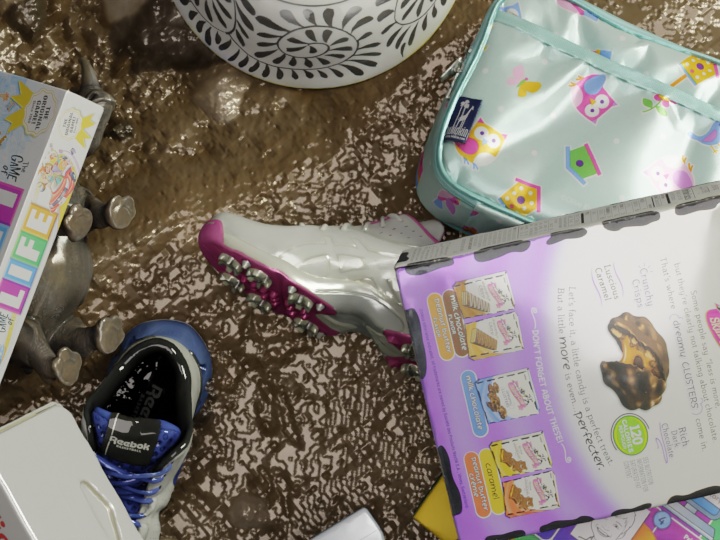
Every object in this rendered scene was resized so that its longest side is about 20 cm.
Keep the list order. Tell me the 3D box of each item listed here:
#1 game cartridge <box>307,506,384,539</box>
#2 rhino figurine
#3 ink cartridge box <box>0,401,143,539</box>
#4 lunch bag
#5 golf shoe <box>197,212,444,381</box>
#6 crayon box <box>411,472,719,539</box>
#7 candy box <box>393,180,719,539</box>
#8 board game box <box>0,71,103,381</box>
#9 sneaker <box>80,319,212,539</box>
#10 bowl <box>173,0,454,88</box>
[{"bbox_3d":[-0.073,0.204,1.504,0.199,0.133,0.042,-31,90,-2],"label":"game cartridge"},{"bbox_3d":[-0.184,-0.031,1.544,0.060,0.087,0.202,10,84,-44],"label":"rhino figurine"},{"bbox_3d":[-0.227,0.188,1.482,0.199,0.084,0.145,-32,87,31],"label":"ink cartridge box"},{"bbox_3d":[0.140,-0.079,1.540,0.199,0.077,0.161,24,74,-1],"label":"lunch bag"},{"bbox_3d":[0.000,0.000,1.555,0.199,0.075,0.092,24,72,-2],"label":"golf shoe"},{"bbox_3d":[0.161,0.138,1.533,0.199,0.058,0.173,36,90,9],"label":"crayon box"},{"bbox_3d":[0.135,0.053,1.460,0.198,0.072,0.169,-12,98,6],"label":"candy box"},{"bbox_3d":[-0.242,-0.022,1.525,0.134,0.034,0.201,17,86,41],"label":"board game box"},{"bbox_3d":[-0.146,0.122,1.516,0.080,0.115,0.201,17,87,1],"label":"sneaker"},{"bbox_3d":[-0.029,-0.216,1.548,0.199,0.094,0.203,0,88,0],"label":"bowl"}]
